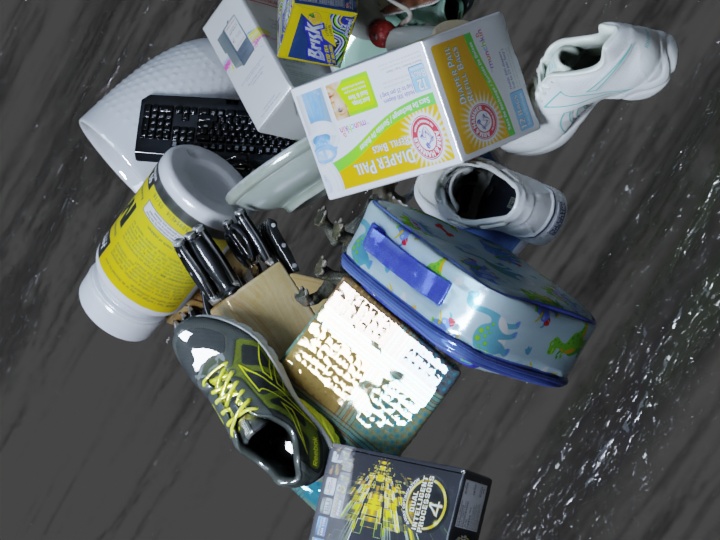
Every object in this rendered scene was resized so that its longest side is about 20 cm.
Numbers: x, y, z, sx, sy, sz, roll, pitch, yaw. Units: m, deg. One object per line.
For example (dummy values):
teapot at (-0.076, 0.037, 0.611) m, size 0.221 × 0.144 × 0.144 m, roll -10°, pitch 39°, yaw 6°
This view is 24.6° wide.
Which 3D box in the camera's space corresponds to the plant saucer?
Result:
plant saucer at (-0.039, -0.104, 1.644) m, size 0.200 × 0.200 × 0.050 m, roll -32°, pitch 89°, yaw 41°

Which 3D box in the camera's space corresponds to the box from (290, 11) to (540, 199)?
box at (0.047, -0.143, 1.469) m, size 0.199 × 0.101 × 0.113 m, roll -13°, pitch 99°, yaw 53°

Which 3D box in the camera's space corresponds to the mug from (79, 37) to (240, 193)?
mug at (-0.210, -0.171, 1.900) m, size 0.175 × 0.148 × 0.200 m, roll -44°, pitch 2°, yaw -10°

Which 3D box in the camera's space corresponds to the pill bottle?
pill bottle at (-0.207, -0.025, 1.734) m, size 0.200 × 0.114 × 0.115 m, roll -50°, pitch 40°, yaw 28°

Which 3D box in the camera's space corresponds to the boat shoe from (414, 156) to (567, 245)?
boat shoe at (0.102, -0.073, 1.482) m, size 0.199 × 0.065 × 0.074 m, roll 12°, pitch 83°, yaw 55°

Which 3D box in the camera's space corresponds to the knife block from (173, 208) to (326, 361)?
knife block at (-0.105, 0.048, 1.607) m, size 0.064 × 0.174 × 0.202 m, roll 149°, pitch 132°, yaw -68°

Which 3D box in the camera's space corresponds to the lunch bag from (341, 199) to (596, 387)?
lunch bag at (0.086, 0.018, 1.391) m, size 0.200 × 0.160 × 0.083 m, roll 38°, pitch 104°, yaw 45°

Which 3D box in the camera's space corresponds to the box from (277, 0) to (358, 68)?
box at (-0.042, -0.287, 1.565) m, size 0.070 × 0.064 × 0.201 m, roll 112°, pitch 163°, yaw -46°

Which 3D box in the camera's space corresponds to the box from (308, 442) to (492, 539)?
box at (0.022, 0.263, 1.445) m, size 0.160 × 0.049 × 0.202 m, roll 6°, pitch 79°, yaw 45°

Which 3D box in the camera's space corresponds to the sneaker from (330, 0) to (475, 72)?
sneaker at (0.044, -0.254, 1.656) m, size 0.201 × 0.073 × 0.118 m, roll -54°, pitch 35°, yaw 19°

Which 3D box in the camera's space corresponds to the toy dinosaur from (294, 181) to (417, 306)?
toy dinosaur at (0.000, 0.000, 1.559) m, size 0.077 × 0.102 × 0.202 m, roll 6°, pitch 81°, yaw 62°

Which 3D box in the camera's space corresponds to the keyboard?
keyboard at (-0.142, -0.141, 1.767) m, size 0.040 × 0.198 × 0.105 m, roll 87°, pitch -174°, yaw -72°

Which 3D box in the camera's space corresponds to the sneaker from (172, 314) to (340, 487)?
sneaker at (-0.099, 0.117, 1.508) m, size 0.200 × 0.085 × 0.075 m, roll 43°, pitch 107°, yaw 8°

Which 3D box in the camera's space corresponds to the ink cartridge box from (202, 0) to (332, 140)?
ink cartridge box at (-0.088, -0.230, 1.754) m, size 0.067 × 0.117 × 0.201 m, roll -48°, pitch 53°, yaw 29°

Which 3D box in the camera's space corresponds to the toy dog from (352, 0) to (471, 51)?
toy dog at (0.070, -0.221, 1.574) m, size 0.201 × 0.096 × 0.132 m, roll 55°, pitch 145°, yaw 22°

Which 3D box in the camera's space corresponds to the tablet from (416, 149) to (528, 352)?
tablet at (0.085, -0.007, 1.539) m, size 0.200 × 0.014 × 0.131 m, roll -52°, pitch 39°, yaw 22°

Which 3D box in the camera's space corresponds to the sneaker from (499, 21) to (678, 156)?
sneaker at (0.178, -0.165, 1.437) m, size 0.200 × 0.080 × 0.071 m, roll -30°, pitch 53°, yaw 43°

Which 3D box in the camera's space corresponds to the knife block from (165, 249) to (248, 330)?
knife block at (-0.185, 0.031, 1.833) m, size 0.199 × 0.064 × 0.177 m, roll -2°, pitch 72°, yaw 52°

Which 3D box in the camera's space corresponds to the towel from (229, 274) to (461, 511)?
towel at (-0.016, 0.123, 1.536) m, size 0.146 × 0.022 × 0.201 m, roll 40°, pitch 109°, yaw 10°
